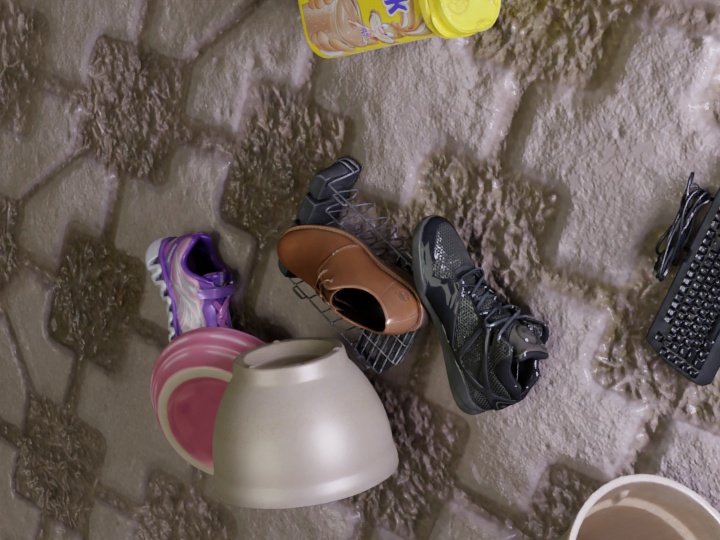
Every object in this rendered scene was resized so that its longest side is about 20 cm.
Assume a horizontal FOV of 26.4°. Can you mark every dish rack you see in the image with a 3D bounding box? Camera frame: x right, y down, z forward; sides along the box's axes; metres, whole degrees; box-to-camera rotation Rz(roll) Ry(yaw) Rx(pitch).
[{"bbox_3d":[0.000,0.000,1.604,0.200,0.054,0.154,46,131,25],"label":"dish rack"}]

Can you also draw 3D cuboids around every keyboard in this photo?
[{"bbox_3d":[0.291,-0.001,1.310,0.104,0.039,0.202,40,126,30],"label":"keyboard"}]

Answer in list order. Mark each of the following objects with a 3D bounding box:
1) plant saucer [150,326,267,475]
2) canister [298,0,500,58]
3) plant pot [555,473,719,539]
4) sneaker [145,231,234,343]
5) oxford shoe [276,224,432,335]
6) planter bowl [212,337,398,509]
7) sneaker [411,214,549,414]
[{"bbox_3d":[-0.154,0.162,1.748,0.198,0.051,0.203,10,122,16],"label":"plant saucer"},{"bbox_3d":[0.028,-0.287,1.469,0.199,0.086,0.151,-3,99,48],"label":"canister"},{"bbox_3d":[0.222,0.307,1.380,0.202,0.199,0.183,63,147,11],"label":"plant pot"},{"bbox_3d":[-0.180,0.042,1.789,0.088,0.080,0.202,-28,80,38],"label":"sneaker"},{"bbox_3d":[-0.022,0.007,1.542,0.199,0.071,0.072,27,122,37],"label":"oxford shoe"},{"bbox_3d":[-0.066,0.149,1.601,0.199,0.199,0.137,4,108,45],"label":"planter bowl"},{"bbox_3d":[0.120,0.036,1.475,0.114,0.076,0.202,-15,94,45],"label":"sneaker"}]
